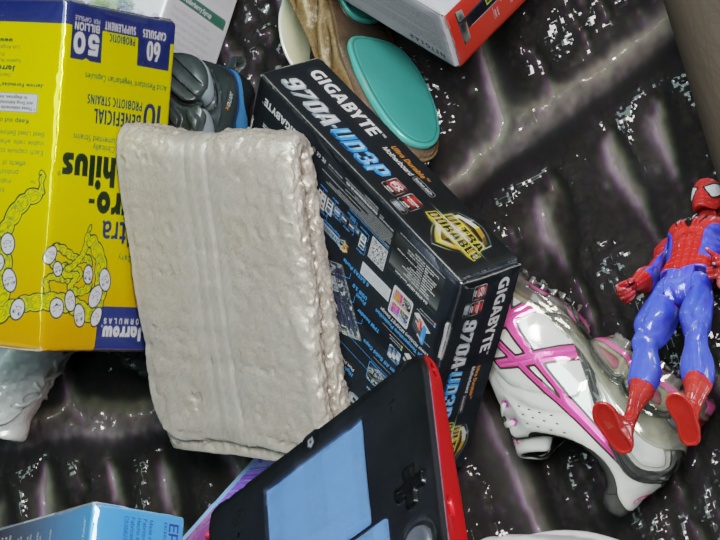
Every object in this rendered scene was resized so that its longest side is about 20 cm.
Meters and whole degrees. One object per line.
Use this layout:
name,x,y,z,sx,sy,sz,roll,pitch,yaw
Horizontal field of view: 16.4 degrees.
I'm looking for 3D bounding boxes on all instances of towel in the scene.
towel,-0.071,0.013,1.436,0.132,0.034,0.202,4,109,33

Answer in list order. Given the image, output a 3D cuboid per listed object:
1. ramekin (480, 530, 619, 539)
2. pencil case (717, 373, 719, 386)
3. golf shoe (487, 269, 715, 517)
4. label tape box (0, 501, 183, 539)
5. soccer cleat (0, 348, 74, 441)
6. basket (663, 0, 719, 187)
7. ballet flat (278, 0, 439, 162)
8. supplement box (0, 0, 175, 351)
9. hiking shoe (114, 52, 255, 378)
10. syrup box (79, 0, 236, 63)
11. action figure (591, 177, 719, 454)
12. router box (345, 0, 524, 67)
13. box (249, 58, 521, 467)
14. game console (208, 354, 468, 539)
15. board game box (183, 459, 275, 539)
ramekin,0.089,0.234,1.333,0.201,0.094,0.204,-9,72,27
pencil case,0.273,0.090,1.287,0.200,0.078,0.090,49,115,31
golf shoe,0.098,0.055,1.397,0.200,0.073,0.092,37,95,32
label tape box,-0.182,0.225,1.492,0.200,0.066,0.144,-23,61,56
soccer cleat,-0.215,0.060,1.576,0.199,0.069,0.086,-32,75,16
basket,0.235,-0.130,1.343,0.181,0.135,0.201,118,142,-47
ballet flat,-0.012,-0.130,1.525,0.072,0.068,0.201,-44,57,34
supplement box,-0.189,-0.055,1.467,0.109,0.109,0.202,5,91,31
hiking shoe,-0.101,-0.032,1.530,0.074,0.086,0.202,15,99,33
syrup box,-0.147,-0.127,1.582,0.078,0.081,0.201,13,81,29
action figure,0.172,0.014,1.335,0.065,0.052,0.200,-14,29,28
router box,0.042,-0.236,1.495,0.200,0.049,0.179,34,70,32
box,0.000,0.000,1.427,0.200,0.046,0.160,46,139,34
game console,-0.016,0.163,1.354,0.200,0.031,0.178,-38,48,36
board game box,-0.052,0.186,1.456,0.200,0.039,0.158,-48,59,9
